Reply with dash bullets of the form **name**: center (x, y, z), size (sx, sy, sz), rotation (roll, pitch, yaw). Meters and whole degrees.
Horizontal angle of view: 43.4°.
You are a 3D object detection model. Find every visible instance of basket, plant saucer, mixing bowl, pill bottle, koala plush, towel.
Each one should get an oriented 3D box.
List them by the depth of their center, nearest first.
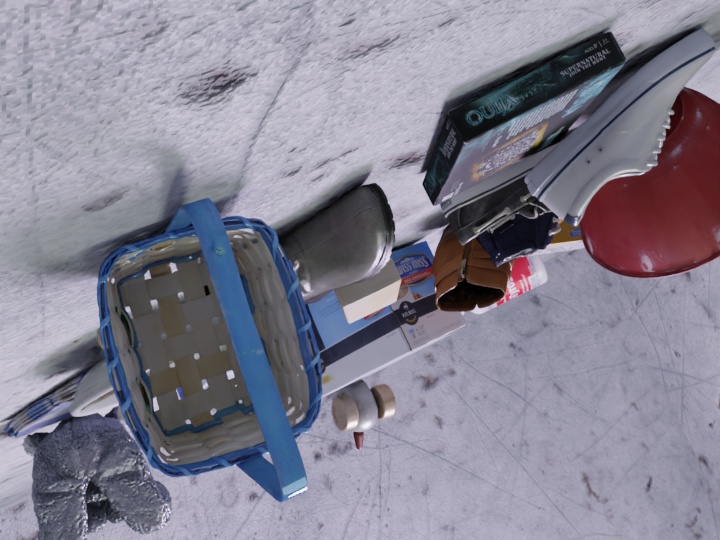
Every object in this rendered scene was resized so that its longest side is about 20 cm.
- **basket**: center (-0.094, 0.053, 0.590), size (0.137, 0.179, 0.199), rotation (-18, -179, -25)
- **mixing bowl**: center (0.284, -0.104, 0.875), size (0.198, 0.202, 0.108), rotation (-27, 128, 23)
- **plant saucer**: center (-0.210, 0.086, 0.928), size (0.198, 0.051, 0.200), rotation (-26, 174, -3)
- **towel**: center (-0.311, 0.140, 1.068), size (0.199, 0.024, 0.146), rotation (-31, 172, 32)
- **koala plush**: center (-0.365, 0.251, 1.212), size (0.175, 0.186, 0.200), rotation (-18, -157, -16)
- **pill bottle**: center (0.248, 0.013, 1.730), size (0.198, 0.113, 0.112), rotation (-26, 173, 3)

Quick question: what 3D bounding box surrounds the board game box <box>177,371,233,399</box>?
- **board game box**: center (-0.167, 0.126, 1.379), size (0.198, 0.044, 0.199), rotation (-22, 173, -32)

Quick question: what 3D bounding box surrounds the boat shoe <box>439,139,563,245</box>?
- **boat shoe**: center (0.185, -0.088, 0.990), size (0.198, 0.064, 0.071), rotation (-25, 173, -7)

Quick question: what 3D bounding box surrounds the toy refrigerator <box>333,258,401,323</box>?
- **toy refrigerator**: center (0.000, 0.000, 0.939), size (0.069, 0.077, 0.200), rotation (-25, 172, -3)

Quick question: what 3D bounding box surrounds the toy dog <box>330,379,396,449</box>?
- **toy dog**: center (-0.026, 0.191, 1.357), size (0.130, 0.098, 0.201), rotation (3, -155, -13)

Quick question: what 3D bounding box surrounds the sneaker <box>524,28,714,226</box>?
- **sneaker**: center (0.238, -0.121, 0.795), size (0.200, 0.071, 0.073), rotation (-44, 174, 14)

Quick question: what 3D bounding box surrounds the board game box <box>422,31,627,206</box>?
- **board game box**: center (0.121, -0.114, 0.726), size (0.134, 0.028, 0.200), rotation (-27, 173, -6)

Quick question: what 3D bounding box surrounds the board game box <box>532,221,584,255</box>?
- **board game box**: center (0.224, -0.044, 1.297), size (0.197, 0.041, 0.153), rotation (-8, 176, 9)

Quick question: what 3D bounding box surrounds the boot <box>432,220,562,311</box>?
- **boot**: center (0.177, -0.029, 1.121), size (0.197, 0.077, 0.156), rotation (-16, -150, 21)

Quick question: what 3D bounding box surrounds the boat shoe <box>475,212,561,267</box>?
- **boat shoe**: center (0.219, -0.076, 1.077), size (0.198, 0.094, 0.075), rotation (-24, 173, -11)

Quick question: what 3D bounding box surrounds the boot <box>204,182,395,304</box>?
- **boot**: center (-0.065, -0.003, 0.762), size (0.129, 0.069, 0.200), rotation (-13, 165, -36)

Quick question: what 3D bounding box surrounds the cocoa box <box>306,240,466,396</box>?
- **cocoa box**: center (0.017, 0.067, 1.242), size (0.132, 0.133, 0.199), rotation (-18, 170, -46)
